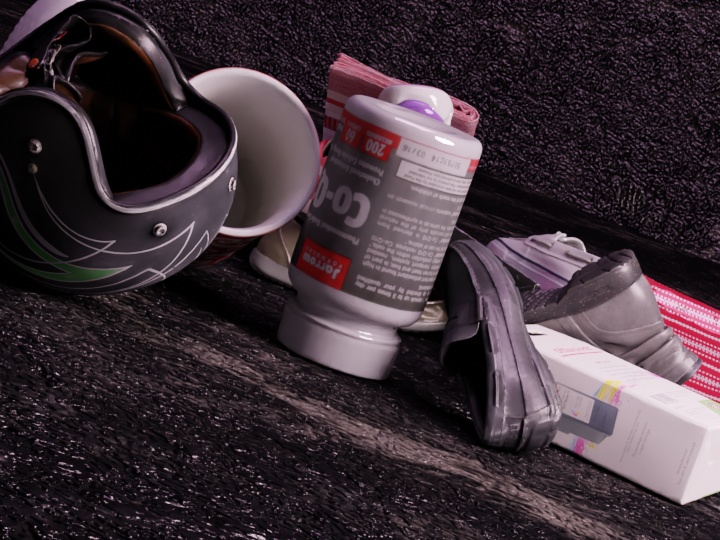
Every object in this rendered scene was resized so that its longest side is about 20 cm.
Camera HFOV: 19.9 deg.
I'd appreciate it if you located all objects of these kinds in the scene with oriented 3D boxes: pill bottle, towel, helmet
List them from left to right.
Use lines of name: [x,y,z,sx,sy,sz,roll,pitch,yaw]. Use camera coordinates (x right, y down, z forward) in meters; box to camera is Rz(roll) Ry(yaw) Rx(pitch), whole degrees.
helmet: [-0.191,-0.076,1.483,0.191,0.200,0.200,52,-3,-20]
pill bottle: [0.010,-0.025,1.600,0.113,0.201,0.114,19,9,-3]
towel: [0.033,-0.116,1.922,0.143,0.023,0.200,23,-29,8]
towel: [0.286,0.081,1.861,0.144,0.023,0.200,25,37,-1]

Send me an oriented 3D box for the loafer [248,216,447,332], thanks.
loafer: [0.000,0.000,1.860,0.199,0.070,0.075,20,8,-2]

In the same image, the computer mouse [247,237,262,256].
computer mouse: [-0.145,-0.052,1.837,0.199,0.110,0.044,-4,43,-40]

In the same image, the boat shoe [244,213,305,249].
boat shoe: [-0.092,-0.045,1.966,0.199,0.070,0.066,9,13,-18]

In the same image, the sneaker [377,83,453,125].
sneaker: [0.037,-0.077,1.850,0.080,0.089,0.201,6,-33,-1]

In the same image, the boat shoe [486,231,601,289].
boat shoe: [0.189,-0.001,1.950,0.074,0.067,0.200,41,-2,-31]

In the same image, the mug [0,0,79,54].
mug: [-0.248,-0.154,1.894,0.199,0.176,0.148,16,10,-28]

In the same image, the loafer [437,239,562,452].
loafer: [0.091,0.053,1.564,0.070,0.068,0.201,-2,47,-21]

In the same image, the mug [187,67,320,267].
mug: [-0.139,-0.084,1.679,0.177,0.134,0.200,26,-16,-9]

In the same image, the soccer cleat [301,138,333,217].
soccer cleat: [-0.028,-0.089,1.888,0.068,0.074,0.200,14,9,-10]

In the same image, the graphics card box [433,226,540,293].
graphics card box: [0.106,0.008,1.912,0.125,0.051,0.200,36,-1,9]

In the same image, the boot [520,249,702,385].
boot: [0.180,0.078,1.750,0.132,0.199,0.070,59,33,-11]

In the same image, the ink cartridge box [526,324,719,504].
ink cartridge box: [0.196,0.110,1.631,0.199,0.068,0.117,25,11,25]
